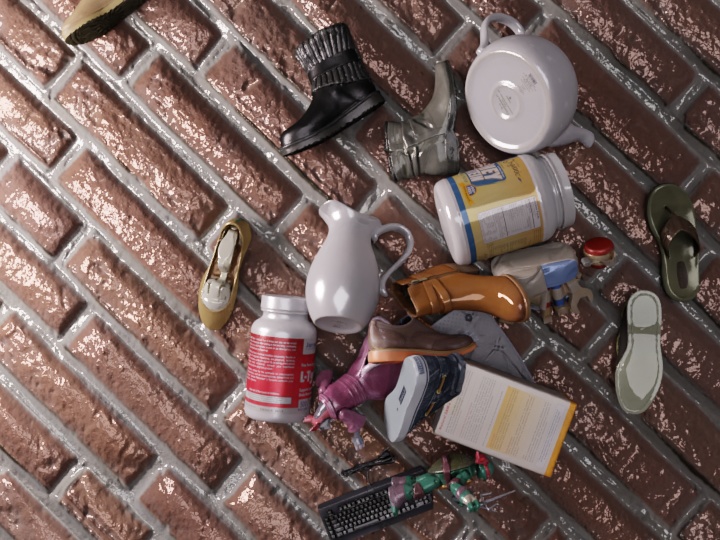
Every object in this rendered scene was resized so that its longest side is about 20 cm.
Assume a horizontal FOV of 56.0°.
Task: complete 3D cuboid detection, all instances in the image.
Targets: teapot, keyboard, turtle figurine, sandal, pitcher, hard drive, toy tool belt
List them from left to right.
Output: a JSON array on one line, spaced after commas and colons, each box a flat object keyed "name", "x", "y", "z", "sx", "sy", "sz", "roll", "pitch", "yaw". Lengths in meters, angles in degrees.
[{"name": "pitcher", "x": 0.000, "y": 0.000, "z": 1.116, "sx": 0.170, "sy": 0.121, "sz": 0.202, "roll": 9, "pitch": 65, "yaw": -5}, {"name": "keyboard", "x": 0.021, "y": 0.386, "z": 1.172, "sx": 0.198, "sy": 0.021, "sz": 0.128, "roll": -22, "pitch": 89, "yaw": 2}, {"name": "turtle figurine", "x": 0.147, "y": 0.348, "z": 1.100, "sx": 0.198, "sy": 0.150, "sz": 0.102, "roll": -12, "pitch": 68, "yaw": 8}, {"name": "hard drive", "x": 0.198, "y": 0.158, "z": 1.153, "sx": 0.134, "sy": 0.042, "sz": 0.201, "roll": -35, "pitch": 89, "yaw": 2}, {"name": "teapot", "x": 0.275, "y": -0.298, "z": 1.100, "sx": 0.146, "sy": 0.196, "sz": 0.202, "roll": -33, "pitch": 132, "yaw": -33}, {"name": "toy tool belt", "x": 0.321, "y": 0.022, "z": 1.124, "sx": 0.198, "sy": 0.125, "sz": 0.124, "roll": -12, "pitch": 121, "yaw": 6}, {"name": "sandal", "x": 0.534, "y": -0.048, "z": 1.130, "sx": 0.079, "sy": 0.057, "sz": 0.203, "roll": -12, "pitch": 89, "yaw": 2}]

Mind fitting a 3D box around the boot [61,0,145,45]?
[{"name": "boot", "x": -0.491, "y": -0.516, "z": 1.178, "sx": 0.175, "sy": 0.066, "sz": 0.201, "roll": -36, "pitch": 89, "yaw": -10}]

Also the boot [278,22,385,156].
[{"name": "boot", "x": -0.077, "y": -0.303, "z": 1.146, "sx": 0.210, "sy": 0.079, "sz": 0.159, "roll": -33, "pitch": 95, "yaw": -8}]

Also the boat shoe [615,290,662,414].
[{"name": "boat shoe", "x": 0.465, "y": 0.135, "z": 1.131, "sx": 0.071, "sy": 0.061, "sz": 0.204, "roll": 7, "pitch": 90, "yaw": 14}]

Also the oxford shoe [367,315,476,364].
[{"name": "oxford shoe", "x": 0.101, "y": 0.105, "z": 1.070, "sx": 0.198, "sy": 0.071, "sz": 0.074, "roll": 1, "pitch": 78, "yaw": -32}]

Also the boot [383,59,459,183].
[{"name": "boot", "x": 0.100, "y": -0.253, "z": 1.150, "sx": 0.129, "sy": 0.068, "sz": 0.203, "roll": -2, "pitch": 88, "yaw": 8}]

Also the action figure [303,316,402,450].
[{"name": "action figure", "x": -0.006, "y": 0.197, "z": 1.106, "sx": 0.199, "sy": 0.149, "sz": 0.134, "roll": -36, "pitch": 69, "yaw": -25}]

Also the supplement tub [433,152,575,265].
[{"name": "supplement tub", "x": 0.231, "y": -0.103, "z": 1.101, "sx": 0.198, "sy": 0.145, "sz": 0.146, "roll": -17, "pitch": 89, "yaw": 2}]

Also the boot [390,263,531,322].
[{"name": "boot", "x": 0.153, "y": 0.041, "z": 1.057, "sx": 0.154, "sy": 0.200, "sz": 0.077, "roll": -12, "pitch": 120, "yaw": -27}]

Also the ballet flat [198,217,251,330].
[{"name": "ballet flat", "x": -0.241, "y": 0.005, "z": 1.163, "sx": 0.068, "sy": 0.063, "sz": 0.202, "roll": 14, "pitch": 91, "yaw": 3}]

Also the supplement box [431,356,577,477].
[{"name": "supplement box", "x": 0.227, "y": 0.231, "z": 1.093, "sx": 0.198, "sy": 0.074, "sz": 0.127, "roll": 21, "pitch": 93, "yaw": 3}]

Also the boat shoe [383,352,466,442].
[{"name": "boat shoe", "x": 0.099, "y": 0.202, "z": 1.057, "sx": 0.090, "sy": 0.201, "sz": 0.071, "roll": -3, "pitch": 49, "yaw": -19}]

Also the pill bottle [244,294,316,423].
[{"name": "pill bottle", "x": -0.131, "y": 0.144, "z": 1.133, "sx": 0.111, "sy": 0.112, "sz": 0.203, "roll": 5, "pitch": 91, "yaw": 3}]
